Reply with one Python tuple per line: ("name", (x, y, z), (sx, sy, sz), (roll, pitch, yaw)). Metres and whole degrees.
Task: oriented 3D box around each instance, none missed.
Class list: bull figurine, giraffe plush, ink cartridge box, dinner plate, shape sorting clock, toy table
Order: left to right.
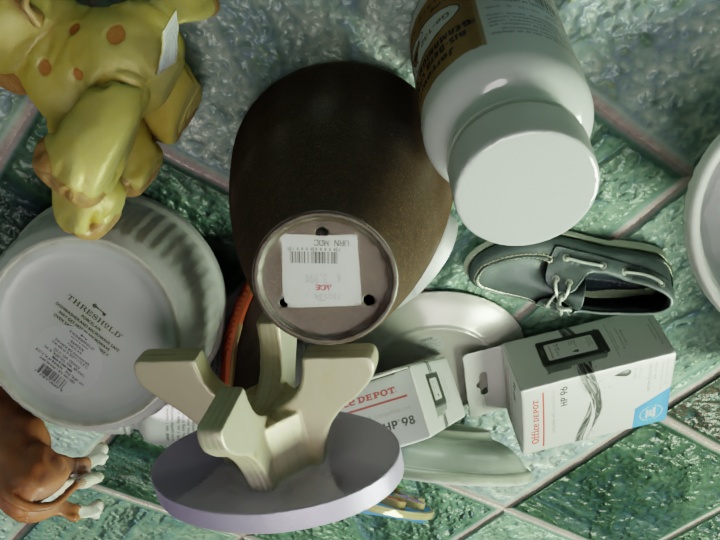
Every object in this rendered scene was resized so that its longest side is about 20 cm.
("bull figurine", (-0.293, 0.138, 0.737), (0.121, 0.200, 0.065), (20, 108, -53))
("giraffe plush", (-0.209, -0.144, 0.602), (0.162, 0.173, 0.200), (30, 140, -1))
("toy table", (-0.074, 0.111, 0.659), (0.199, 0.184, 0.118), (-9, 115, 4))
("shape sorting clock", (-0.023, 0.210, 0.873), (0.199, 0.039, 0.200), (14, 171, 2))
("ink cartridge box", (0.017, 0.132, 0.818), (0.115, 0.067, 0.200), (-20, 172, 16))
("dinner plate", (0.076, 0.098, 0.926), (0.199, 0.024, 0.201), (-2, 133, -2))
("ink cartridge box", (0.213, 0.121, 0.907), (0.199, 0.068, 0.116), (-14, 134, -1))

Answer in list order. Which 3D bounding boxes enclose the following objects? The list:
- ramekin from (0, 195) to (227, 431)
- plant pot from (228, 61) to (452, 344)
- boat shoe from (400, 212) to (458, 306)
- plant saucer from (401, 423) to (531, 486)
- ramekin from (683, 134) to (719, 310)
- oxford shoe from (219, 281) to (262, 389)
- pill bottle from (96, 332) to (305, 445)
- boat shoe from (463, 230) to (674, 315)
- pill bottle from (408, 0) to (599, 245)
("ramekin", (-0.217, 0.039, 0.736), (0.199, 0.105, 0.201), (0, 103, 0))
("plant pot", (-0.019, -0.037, 0.632), (0.186, 0.200, 0.188), (1, 115, 3))
("boat shoe", (0.000, 0.000, 0.799), (0.066, 0.072, 0.200), (30, 133, -32))
("plant saucer", (0.088, 0.194, 0.957), (0.199, 0.050, 0.200), (5, 176, 0))
("ramekin", (0.352, -0.042, 0.689), (0.199, 0.105, 0.201), (1, 99, 9))
("oxford shoe", (-0.092, 0.081, 0.796), (0.072, 0.201, 0.071), (15, 169, -8))
("pill bottle", (-0.157, 0.117, 0.867), (0.199, 0.114, 0.114), (3, 134, -7))
("boat shoe", (0.198, 0.008, 0.818), (0.199, 0.062, 0.073), (3, 134, -6))
("pill bottle", (0.096, -0.116, 0.598), (0.114, 0.200, 0.115), (-1, 134, -2))
